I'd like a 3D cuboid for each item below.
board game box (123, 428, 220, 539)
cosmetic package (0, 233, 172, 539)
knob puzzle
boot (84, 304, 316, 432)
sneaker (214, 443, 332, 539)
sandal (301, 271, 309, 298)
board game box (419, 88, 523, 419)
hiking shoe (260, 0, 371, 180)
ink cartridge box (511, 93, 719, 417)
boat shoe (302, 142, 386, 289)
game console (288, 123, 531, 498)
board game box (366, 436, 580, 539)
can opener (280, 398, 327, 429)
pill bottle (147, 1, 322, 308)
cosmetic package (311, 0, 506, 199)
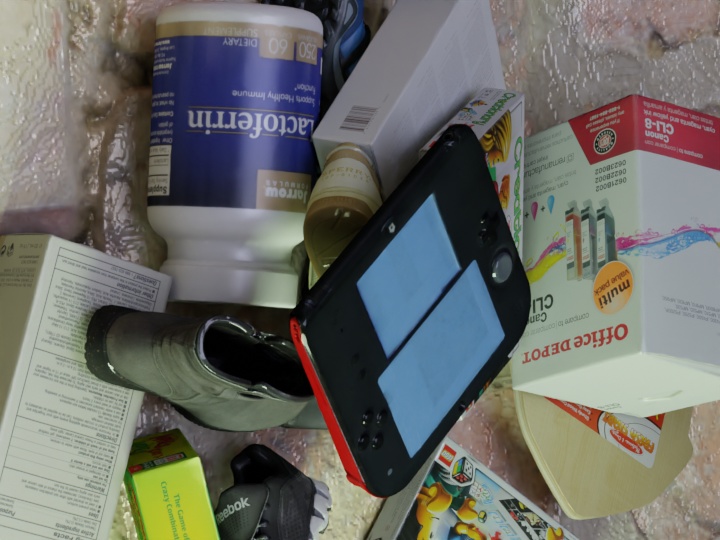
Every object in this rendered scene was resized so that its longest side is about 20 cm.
[{"bbox_3d":[-0.114,0.215,1.664,0.047,0.102,0.201,-15,100,-10],"label":"board game box"},{"bbox_3d":[-0.203,0.085,1.621,0.103,0.073,0.201,21,78,-35],"label":"cosmetic package"},{"bbox_3d":[0.180,0.101,1.915,0.219,0.030,0.220,13,69,-38],"label":"knob puzzle"},{"bbox_3d":[-0.070,0.070,1.604,0.200,0.131,0.070,13,82,-48],"label":"boot"},{"bbox_3d":[-0.066,0.192,1.676,0.091,0.066,0.200,47,24,-27],"label":"sneaker"},{"bbox_3d":[0.036,-0.012,1.810,0.200,0.048,0.076,-35,110,-30],"label":"sandal"},{"bbox_3d":[0.078,-0.012,1.741,0.126,0.034,0.201,-46,140,-57],"label":"board game box"},{"bbox_3d":[-0.021,-0.148,1.766,0.087,0.074,0.201,1,90,-58],"label":"hiking shoe"},{"bbox_3d":[0.209,-0.005,1.853,0.144,0.145,0.201,13,69,-37],"label":"ink cartridge box"},{"bbox_3d":[-0.003,-0.001,1.686,0.201,0.073,0.063,78,16,-51],"label":"boat shoe"},{"bbox_3d":[0.038,0.030,1.606,0.200,0.031,0.177,-50,140,-31],"label":"game console"},{"bbox_3d":[0.092,0.226,1.862,0.200,0.035,0.127,38,69,-30],"label":"board game box"},{"bbox_3d":[-0.049,0.077,1.746,0.199,0.053,0.067,5,88,-37],"label":"can opener"},{"bbox_3d":[-0.086,-0.076,1.679,0.115,0.116,0.201,3,89,-36],"label":"pill bottle"},{"bbox_3d":[0.040,-0.100,1.748,0.200,0.052,0.151,-59,146,-38],"label":"cosmetic package"}]
